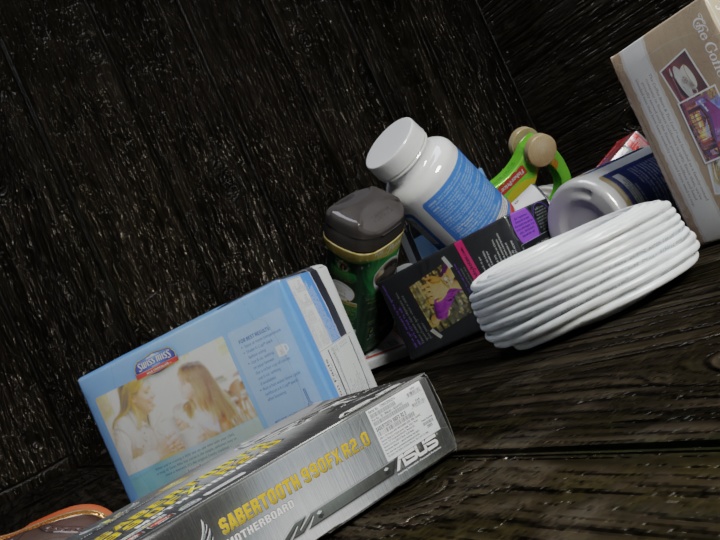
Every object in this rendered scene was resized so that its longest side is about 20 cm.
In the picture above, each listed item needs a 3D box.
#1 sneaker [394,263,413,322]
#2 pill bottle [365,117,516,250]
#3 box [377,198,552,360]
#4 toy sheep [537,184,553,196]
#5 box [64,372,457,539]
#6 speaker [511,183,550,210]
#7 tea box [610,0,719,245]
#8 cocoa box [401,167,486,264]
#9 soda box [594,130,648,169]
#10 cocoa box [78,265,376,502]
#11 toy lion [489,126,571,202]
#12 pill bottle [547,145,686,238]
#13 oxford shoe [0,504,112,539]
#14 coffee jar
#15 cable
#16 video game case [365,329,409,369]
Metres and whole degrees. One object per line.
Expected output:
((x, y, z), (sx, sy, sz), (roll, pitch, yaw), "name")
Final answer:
((0.050, 0.060, 1.295), (0.198, 0.112, 0.074), (-23, -30, -41), "sneaker")
((0.103, -0.101, 1.083), (0.112, 0.200, 0.113), (-36, 29, 24), "pill bottle")
((0.140, 0.012, 0.993), (0.199, 0.107, 0.122), (-28, -4, 38), "box")
((0.326, -0.081, 1.451), (0.137, 0.140, 0.199), (-26, -1, 42), "toy sheep")
((-0.064, 0.131, 0.480), (0.198, 0.049, 0.158), (-25, -1, -30), "box")
((0.191, -0.023, 1.160), (0.200, 0.081, 0.081), (-44, -6, 13), "speaker")
((0.375, -0.161, 0.773), (0.195, 0.203, 0.133), (-24, -1, -23), "tea box")
((0.159, -0.040, 1.369), (0.132, 0.203, 0.131), (-23, -1, -24), "cocoa box")
((0.298, -0.077, 1.065), (0.200, 0.063, 0.070), (-49, -1, -2), "soda box")
((-0.105, 0.100, 0.708), (0.198, 0.135, 0.131), (-26, -1, 13), "cocoa box")
((0.235, -0.077, 1.237), (0.200, 0.192, 0.069), (-44, 28, -1), "toy lion")
((0.315, -0.077, 0.949), (0.198, 0.113, 0.111), (-24, -2, -32), "pill bottle")
((-0.257, 0.216, 0.556), (0.198, 0.072, 0.072), (-25, 4, -15), "oxford shoe")
((0.000, 0.000, 1.056), (0.104, 0.085, 0.203), (-35, -38, -43), "coffee jar")
((0.190, 0.001, 0.728), (0.198, 0.070, 0.199), (-27, -2, 33), "cable")
((-0.044, 0.082, 1.145), (0.141, 0.018, 0.200), (-17, 33, -26), "video game case")
